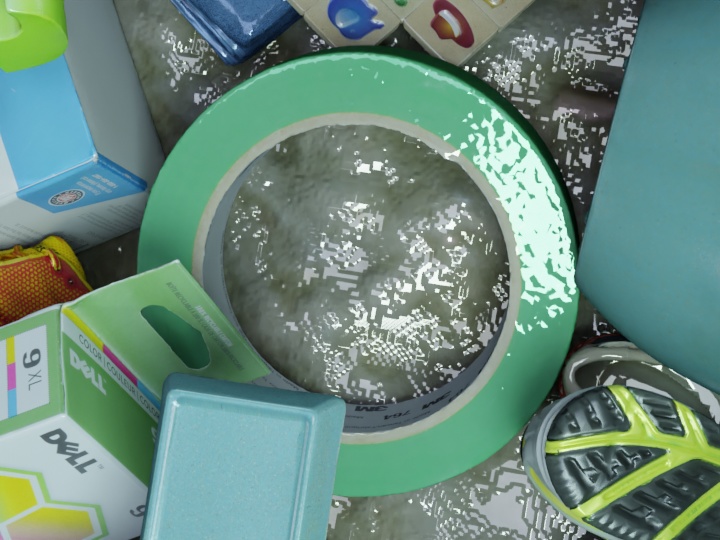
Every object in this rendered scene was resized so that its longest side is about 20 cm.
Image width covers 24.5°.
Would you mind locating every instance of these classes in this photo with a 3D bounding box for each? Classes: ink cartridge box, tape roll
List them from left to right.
[{"bbox_3d":[-0.210,-0.059,0.789,0.199,0.129,0.126,-21,79,7],"label":"ink cartridge box"},{"bbox_3d":[-0.142,0.077,0.705,0.199,0.104,0.060,-21,52,10],"label":"ink cartridge box"},{"bbox_3d":[0.000,0.000,0.752,0.199,0.048,0.202,2,102,8],"label":"tape roll"}]

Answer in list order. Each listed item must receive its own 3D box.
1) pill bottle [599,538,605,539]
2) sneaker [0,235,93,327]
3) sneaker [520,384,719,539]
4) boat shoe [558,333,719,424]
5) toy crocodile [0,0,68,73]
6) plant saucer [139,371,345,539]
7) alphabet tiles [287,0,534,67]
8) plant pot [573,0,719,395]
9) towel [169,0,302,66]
[{"bbox_3d":[0.099,0.224,0.703,0.111,0.112,0.201,24,87,13],"label":"pill bottle"},{"bbox_3d":[-0.172,0.017,0.754,0.073,0.199,0.078,9,86,43],"label":"sneaker"},{"bbox_3d":[0.157,0.099,0.685,0.199,0.076,0.076,30,83,-12],"label":"sneaker"},{"bbox_3d":[0.182,0.078,0.731,0.199,0.063,0.072,21,85,11],"label":"boat shoe"},{"bbox_3d":[-0.215,-0.104,0.700,0.198,0.062,0.068,4,81,13],"label":"toy crocodile"},{"bbox_3d":[-0.054,0.139,0.586,0.069,0.019,0.202,7,84,12],"label":"plant saucer"},{"bbox_3d":[0.008,-0.195,0.793,0.167,0.008,0.200,-42,85,-19],"label":"alphabet tiles"},{"bbox_3d":[0.177,-0.035,0.668,0.160,0.201,0.202,15,86,7],"label":"plant pot"},{"bbox_3d":[-0.082,-0.206,0.820,0.111,0.049,0.200,-39,80,-6],"label":"towel"}]
